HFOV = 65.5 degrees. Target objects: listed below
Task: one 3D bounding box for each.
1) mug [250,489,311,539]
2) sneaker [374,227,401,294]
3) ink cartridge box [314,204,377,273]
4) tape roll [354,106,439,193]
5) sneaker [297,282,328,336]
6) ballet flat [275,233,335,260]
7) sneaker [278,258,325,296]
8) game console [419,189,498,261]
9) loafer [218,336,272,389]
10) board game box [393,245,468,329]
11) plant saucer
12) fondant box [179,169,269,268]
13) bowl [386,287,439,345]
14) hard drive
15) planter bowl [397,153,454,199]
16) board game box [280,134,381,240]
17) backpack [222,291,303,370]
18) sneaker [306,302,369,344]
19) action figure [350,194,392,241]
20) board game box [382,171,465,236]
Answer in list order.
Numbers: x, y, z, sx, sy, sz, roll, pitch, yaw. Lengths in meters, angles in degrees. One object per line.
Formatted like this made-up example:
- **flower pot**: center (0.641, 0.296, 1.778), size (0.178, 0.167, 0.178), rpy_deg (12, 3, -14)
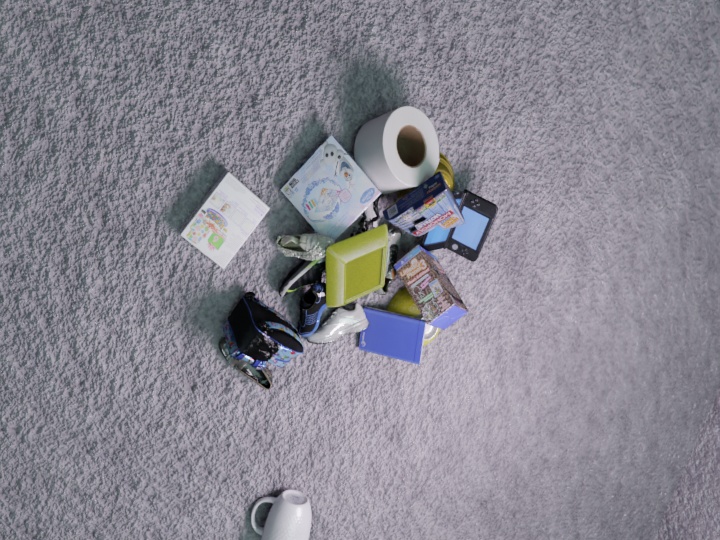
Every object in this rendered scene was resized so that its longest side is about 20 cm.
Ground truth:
- **mug**: center (-0.246, 0.776, 1.727), size (0.193, 0.148, 0.182), rpy_deg (16, 95, 5)
- **sneaker**: center (0.084, -0.025, 1.640), size (0.073, 0.078, 0.207), rpy_deg (7, 106, -48)
- **ink cartridge box**: center (-0.037, -0.098, 1.604), size (0.195, 0.049, 0.167), rpy_deg (-21, 114, -34)
- **tape roll**: center (0.097, -0.319, 1.499), size (0.197, 0.137, 0.212), rpy_deg (1, 88, -36)
- **sneaker**: center (-0.145, 0.108, 1.562), size (0.076, 0.071, 0.203), rpy_deg (3, 131, -37)
- **ballet flat**: center (-0.154, -0.067, 1.472), size (0.070, 0.195, 0.075), rpy_deg (1, 89, -48)
- **sneaker**: center (-0.144, 0.020, 1.539), size (0.199, 0.072, 0.083), rpy_deg (-42, 105, 19)
- **game console**: center (0.287, -0.120, 1.646), size (0.118, 0.167, 0.205), rpy_deg (-45, 158, -50)
- **loafer**: center (-0.315, 0.262, 1.574), size (0.072, 0.063, 0.200), rpy_deg (-45, 117, -4)
- **board game box**: center (0.205, 0.052, 1.613), size (0.096, 0.204, 0.158), rpy_deg (-36, 157, 16)
- **plant saucer**: center (0.000, 0.000, 1.495), size (0.195, 0.048, 0.206), rpy_deg (-23, 134, -28)
- **fondant box**: center (-0.350, -0.132, 1.444), size (0.143, 0.058, 0.202), rpy_deg (39, 87, -27)
- **bowl**: center (0.184, 0.157, 1.731), size (0.193, 0.107, 0.208), rpy_deg (-7, 108, -21)
- **hard drive**: center (0.095, 0.194, 1.683), size (0.192, 0.025, 0.137), rpy_deg (11, 105, 15)
- **planter bowl**: center (0.210, -0.244, 1.635), size (0.193, 0.083, 0.209), rpy_deg (-7, 108, -21)
- **board game box**: center (-0.077, -0.209, 1.480), size (0.199, 0.043, 0.200), rpy_deg (-43, 89, 9)
- **backpack**: center (-0.255, 0.183, 1.520), size (0.136, 0.183, 0.198), rpy_deg (-49, 129, 8)
- **sneaker**: center (-0.072, 0.160, 1.654), size (0.194, 0.074, 0.090), rpy_deg (-20, 90, -14)
- **action figure**: center (0.022, -0.106, 1.554), size (0.115, 0.101, 0.209), rpy_deg (-6, 104, -24)
- **board game box**: center (0.193, -0.156, 1.523), size (0.197, 0.064, 0.197), rpy_deg (-32, 148, 28)
